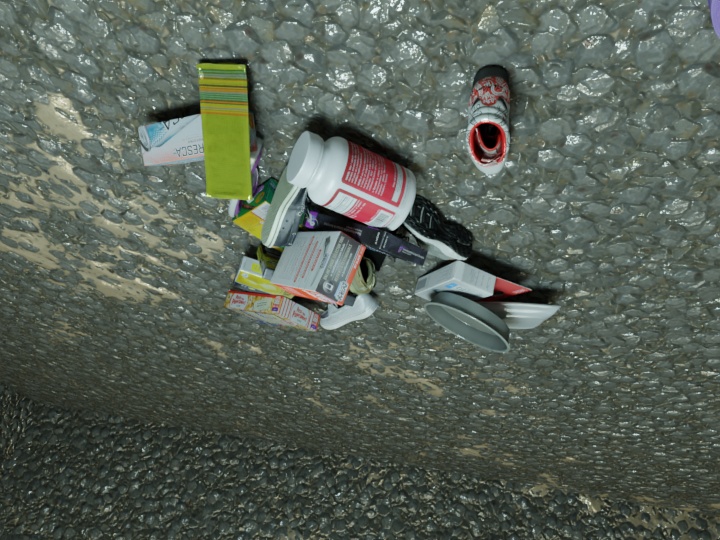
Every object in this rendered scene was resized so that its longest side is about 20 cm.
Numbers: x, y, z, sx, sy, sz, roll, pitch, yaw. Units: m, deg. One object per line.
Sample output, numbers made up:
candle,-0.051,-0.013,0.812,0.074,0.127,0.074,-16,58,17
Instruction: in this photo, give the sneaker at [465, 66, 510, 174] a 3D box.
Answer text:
sneaker,0.184,-0.181,0.846,0.066,0.109,0.202,4,149,13

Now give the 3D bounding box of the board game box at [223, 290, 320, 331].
board game box,-0.224,0.103,1.472,0.197,0.047,0.151,4,161,36

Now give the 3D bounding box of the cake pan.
cake pan,0.227,0.106,1.215,0.198,0.037,0.201,29,166,8

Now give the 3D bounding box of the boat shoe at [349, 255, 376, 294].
boat shoe,0.000,-0.003,1.175,0.062,0.074,0.201,-10,156,19

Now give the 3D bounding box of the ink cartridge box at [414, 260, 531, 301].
ink cartridge box,0.231,0.046,1.228,0.174,0.045,0.200,21,164,-12

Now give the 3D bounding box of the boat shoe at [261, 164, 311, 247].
boat shoe,-0.117,-0.125,1.039,0.061,0.075,0.202,11,121,-29

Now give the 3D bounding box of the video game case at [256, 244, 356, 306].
video game case,-0.120,0.009,1.235,0.197,0.026,0.181,19,-169,-19

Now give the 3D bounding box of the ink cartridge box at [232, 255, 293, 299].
ink cartridge box,-0.196,0.034,1.369,0.197,0.048,0.198,21,162,-11

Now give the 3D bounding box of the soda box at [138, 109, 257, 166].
soda box,-0.270,-0.219,0.964,0.197,0.070,0.063,-4,-172,24

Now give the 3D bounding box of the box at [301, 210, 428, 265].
box,0.007,-0.060,1.068,0.198,0.037,0.142,18,180,40

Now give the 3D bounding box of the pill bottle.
pill bottle,-0.016,-0.148,0.951,0.198,0.114,0.112,20,150,-26

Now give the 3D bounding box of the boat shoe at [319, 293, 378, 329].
boat shoe,-0.044,0.093,1.436,0.069,0.072,0.199,50,144,-18

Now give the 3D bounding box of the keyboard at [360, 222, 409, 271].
keyboard,0.045,-0.066,1.179,0.103,0.040,0.201,35,152,7

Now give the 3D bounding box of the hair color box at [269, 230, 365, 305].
hair color box,-0.082,-0.008,1.046,0.063,0.112,0.199,28,169,-28

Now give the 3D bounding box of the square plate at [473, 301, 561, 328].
square plate,0.321,0.102,1.287,0.196,0.029,0.198,3,165,6

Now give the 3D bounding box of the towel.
towel,-0.208,-0.211,0.891,0.085,0.018,0.204,7,107,21

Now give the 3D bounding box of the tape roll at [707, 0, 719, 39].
tape roll,0.458,-0.308,0.578,0.196,0.067,0.201,9,150,5

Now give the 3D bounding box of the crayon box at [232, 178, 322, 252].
crayon box,-0.141,-0.089,1.166,0.199,0.059,0.118,33,144,-33

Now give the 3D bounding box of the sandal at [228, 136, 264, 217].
sandal,-0.200,-0.155,1.051,0.049,0.084,0.203,22,148,-10

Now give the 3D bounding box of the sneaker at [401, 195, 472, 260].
sneaker,0.123,-0.071,1.091,0.199,0.075,0.079,32,149,-31
